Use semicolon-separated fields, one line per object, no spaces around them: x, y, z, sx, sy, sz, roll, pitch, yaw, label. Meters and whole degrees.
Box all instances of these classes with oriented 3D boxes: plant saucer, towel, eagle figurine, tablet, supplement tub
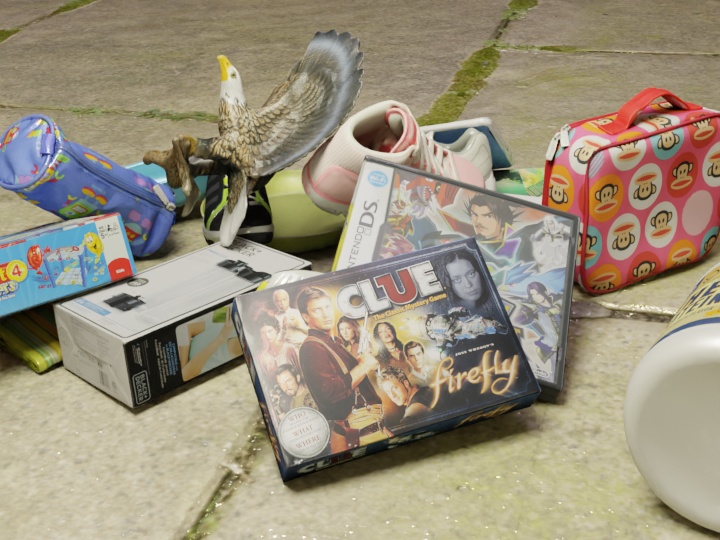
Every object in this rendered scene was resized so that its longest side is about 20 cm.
-0.075;-0.063;1.185;0.197;0.031;0.201;-2;26;1;plant saucer
-0.230;0.040;0.996;0.199;0.018;0.086;-23;37;-39;towel
-0.092;-0.135;1.011;0.198;0.152;0.152;-22;48;-24;eagle figurine
0.065;-0.132;1.212;0.197;0.014;0.130;-5;-18;20;tablet
0.275;0.070;0.734;0.143;0.146;0.200;13;28;29;supplement tub

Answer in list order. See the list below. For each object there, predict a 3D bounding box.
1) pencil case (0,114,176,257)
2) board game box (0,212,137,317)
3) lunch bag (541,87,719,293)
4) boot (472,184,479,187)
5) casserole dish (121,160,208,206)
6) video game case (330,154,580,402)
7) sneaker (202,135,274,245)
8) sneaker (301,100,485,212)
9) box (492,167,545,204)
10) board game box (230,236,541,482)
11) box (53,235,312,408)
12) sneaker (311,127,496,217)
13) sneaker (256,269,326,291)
-0.261;-0.080;1.061;0.086;0.079;0.199;-17;-27;26;pencil case
-0.328;0.005;0.955;0.194;0.057;0.199;-20;10;-34;board game box
0.266;-0.085;1.029;0.198;0.179;0.082;-15;28;-27;lunch bag
0.113;-0.038;1.021;0.198;0.096;0.074;-20;46;-27;boot
-0.245;-0.091;1.216;0.197;0.039;0.121;-17;22;-7;casserole dish
0.078;0.001;0.890;0.197;0.026;0.182;15;53;0;video game case
-0.133;-0.088;1.109;0.071;0.084;0.200;-7;26;-9;sneaker
0.052;-0.101;1.014;0.198;0.105;0.076;3;58;-28;sneaker
0.123;-0.071;1.180;0.197;0.037;0.145;-1;25;0;box
0.017;0.061;0.801;0.197;0.035;0.137;-15;66;-16;board game box
-0.148;0.037;0.934;0.199;0.061;0.116;-23;29;-38;box
0.044;-0.103;1.123;0.197;0.082;0.075;-9;27;-10;sneaker
0.009;0.054;0.900;0.197;0.075;0.085;1;52;-10;sneaker
